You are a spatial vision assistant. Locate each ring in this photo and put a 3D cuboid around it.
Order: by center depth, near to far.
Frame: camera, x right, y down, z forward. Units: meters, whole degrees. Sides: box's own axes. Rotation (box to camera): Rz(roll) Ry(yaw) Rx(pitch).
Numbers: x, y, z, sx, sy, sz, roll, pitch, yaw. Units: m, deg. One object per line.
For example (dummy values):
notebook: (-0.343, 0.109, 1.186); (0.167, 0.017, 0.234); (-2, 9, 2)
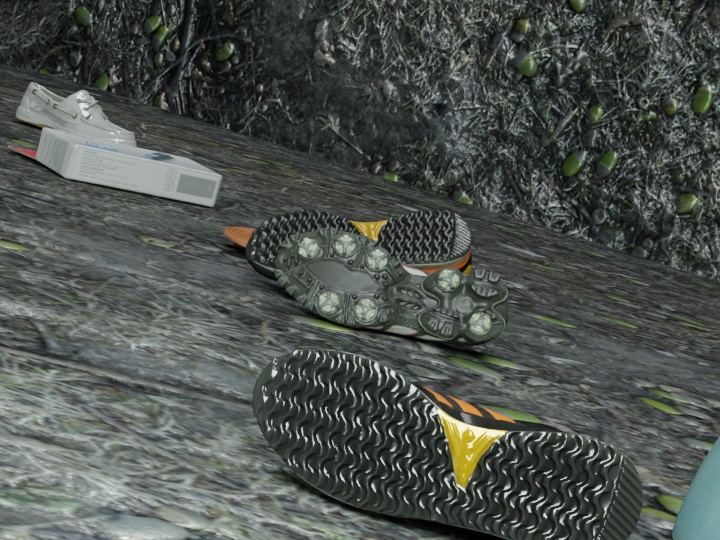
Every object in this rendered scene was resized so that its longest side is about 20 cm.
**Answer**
ring: (-0.041, -0.008, 1.686); (0.199, 0.019, 0.200); (16, 7, -2)

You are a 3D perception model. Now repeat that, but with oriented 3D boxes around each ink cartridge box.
ink cartridge box: (-0.291, -0.129, 2.012); (0.199, 0.045, 0.176); (11, 9, -37)

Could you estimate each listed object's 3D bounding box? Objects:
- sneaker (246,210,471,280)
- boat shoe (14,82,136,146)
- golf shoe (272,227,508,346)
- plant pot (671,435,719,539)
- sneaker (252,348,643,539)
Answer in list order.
sneaker: (0.000, 0.000, 1.508); (0.199, 0.070, 0.090); (-2, -39, 5)
boat shoe: (-0.401, -0.222, 2.416); (0.199, 0.070, 0.071); (19, 6, 21)
golf shoe: (0.023, 0.025, 1.418); (0.199, 0.078, 0.088); (16, -15, 4)
plant pot: (0.285, 0.112, 0.934); (0.199, 0.136, 0.200); (15, 7, -2)
sneaker: (0.042, 0.096, 0.856); (0.199, 0.070, 0.090); (17, -8, 10)
